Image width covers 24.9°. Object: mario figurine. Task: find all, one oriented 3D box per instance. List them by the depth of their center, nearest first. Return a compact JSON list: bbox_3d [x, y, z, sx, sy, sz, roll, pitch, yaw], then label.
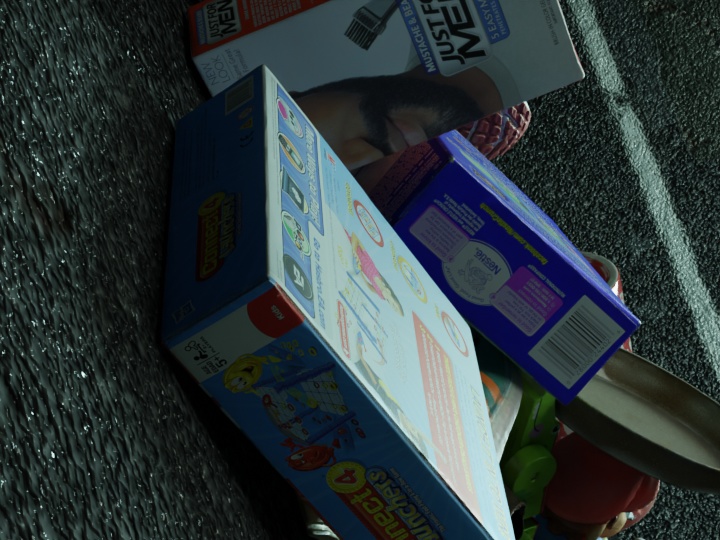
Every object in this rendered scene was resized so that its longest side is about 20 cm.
[{"bbox_3d":[0.170,0.192,1.195,0.106,0.123,0.200,-45,161,-46],"label":"mario figurine"}]

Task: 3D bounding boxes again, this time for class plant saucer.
[{"bbox_3d":[0.194,0.100,1.136,0.200,0.032,0.200,24,16,-7],"label":"plant saucer"}]

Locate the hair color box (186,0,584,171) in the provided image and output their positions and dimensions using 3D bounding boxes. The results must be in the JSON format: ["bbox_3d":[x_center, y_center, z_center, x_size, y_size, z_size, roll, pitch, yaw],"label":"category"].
[{"bbox_3d":[0.014,-0.129,0.930,0.064,0.199,0.111,-101,167,-52],"label":"hair color box"}]

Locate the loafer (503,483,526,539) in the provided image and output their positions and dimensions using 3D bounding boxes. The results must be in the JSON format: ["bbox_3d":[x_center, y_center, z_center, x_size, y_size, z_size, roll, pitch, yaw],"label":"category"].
[{"bbox_3d":[0.073,0.159,1.057,0.073,0.071,0.201,50,21,-66],"label":"loafer"}]

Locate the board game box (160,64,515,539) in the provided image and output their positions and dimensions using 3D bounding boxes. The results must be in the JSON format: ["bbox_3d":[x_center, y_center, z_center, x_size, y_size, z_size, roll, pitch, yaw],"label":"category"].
[{"bbox_3d":[-0.010,0.031,0.766,0.196,0.056,0.200,52,16,-28],"label":"board game box"}]

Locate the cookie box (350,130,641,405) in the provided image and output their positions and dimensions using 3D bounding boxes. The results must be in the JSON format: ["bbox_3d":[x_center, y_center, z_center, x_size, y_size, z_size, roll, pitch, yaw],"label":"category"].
[{"bbox_3d":[0.074,-0.025,1.062,0.171,0.075,0.200,40,10,-20],"label":"cookie box"}]

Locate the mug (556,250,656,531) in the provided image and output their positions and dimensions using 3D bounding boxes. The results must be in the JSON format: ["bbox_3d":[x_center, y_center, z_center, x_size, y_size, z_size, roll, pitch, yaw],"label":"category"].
[{"bbox_3d":[0.141,0.097,1.305,0.134,0.177,0.201,-63,147,-60],"label":"mug"}]

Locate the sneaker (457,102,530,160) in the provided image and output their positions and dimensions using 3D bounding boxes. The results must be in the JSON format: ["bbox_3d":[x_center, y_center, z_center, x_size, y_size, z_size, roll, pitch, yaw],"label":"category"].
[{"bbox_3d":[0.033,-0.144,1.170,0.199,0.078,0.082,22,33,-14],"label":"sneaker"}]

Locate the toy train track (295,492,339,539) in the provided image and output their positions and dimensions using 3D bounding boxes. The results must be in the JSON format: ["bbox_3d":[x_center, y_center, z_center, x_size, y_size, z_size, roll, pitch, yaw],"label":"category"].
[{"bbox_3d":[-0.012,0.085,0.830,0.115,0.032,0.201,47,23,-69],"label":"toy train track"}]

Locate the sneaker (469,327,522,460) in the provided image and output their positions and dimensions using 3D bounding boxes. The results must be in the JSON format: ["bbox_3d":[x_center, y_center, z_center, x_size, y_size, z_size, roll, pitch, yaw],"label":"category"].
[{"bbox_3d":[0.043,0.081,0.979,0.080,0.071,0.200,47,28,-16],"label":"sneaker"}]

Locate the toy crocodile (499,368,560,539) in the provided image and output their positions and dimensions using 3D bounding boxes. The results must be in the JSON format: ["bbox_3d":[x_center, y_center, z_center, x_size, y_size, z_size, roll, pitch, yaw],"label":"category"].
[{"bbox_3d":[0.102,0.146,1.115,0.067,0.062,0.201,42,-45,42],"label":"toy crocodile"}]
